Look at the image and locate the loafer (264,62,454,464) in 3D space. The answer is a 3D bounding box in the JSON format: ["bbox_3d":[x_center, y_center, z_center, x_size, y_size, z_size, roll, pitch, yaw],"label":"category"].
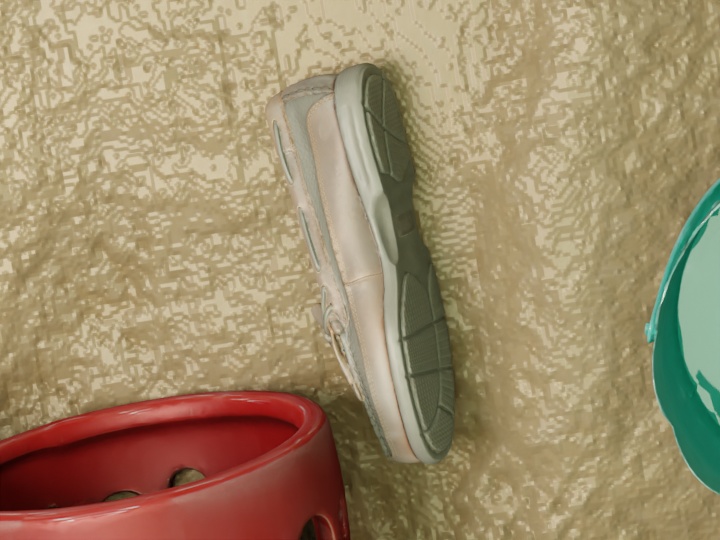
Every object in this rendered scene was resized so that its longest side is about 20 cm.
[{"bbox_3d":[0.000,0.000,1.265,0.063,0.072,0.201,-10,90,23],"label":"loafer"}]

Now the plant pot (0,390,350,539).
[{"bbox_3d":[-0.098,0.171,1.224,0.199,0.200,0.184,-8,99,6],"label":"plant pot"}]

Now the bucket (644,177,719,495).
[{"bbox_3d":[0.238,0.029,1.205,0.206,0.135,0.209,1,98,4],"label":"bucket"}]
